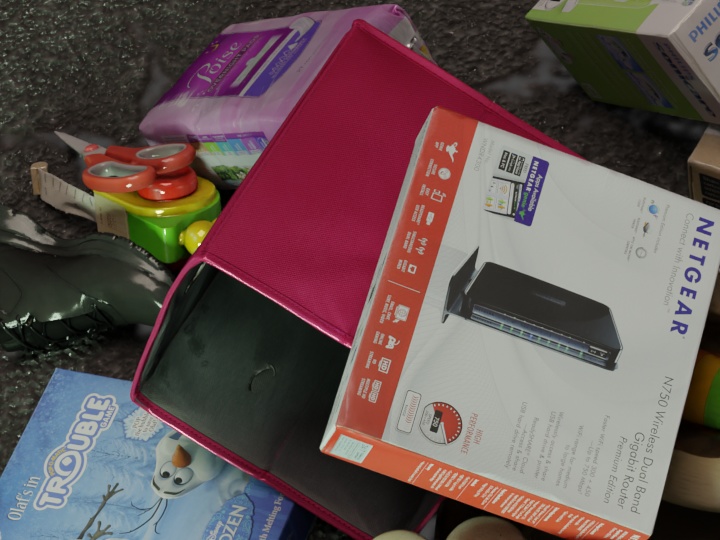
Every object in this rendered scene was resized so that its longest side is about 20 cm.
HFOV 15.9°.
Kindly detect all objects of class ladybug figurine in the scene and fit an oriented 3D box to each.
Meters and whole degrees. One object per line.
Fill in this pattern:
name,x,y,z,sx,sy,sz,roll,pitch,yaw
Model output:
ladybug figurine,0.204,0.073,1.468,0.200,0.072,0.136,22,81,29

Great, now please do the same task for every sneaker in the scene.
sneaker,-0.199,0.019,1.729,0.200,0.076,0.091,12,64,32

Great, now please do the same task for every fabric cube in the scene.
fabric cube,0.008,0.013,1.536,0.200,0.196,0.200,31,58,0

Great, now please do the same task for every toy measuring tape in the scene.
toy measuring tape,-0.150,-0.047,1.773,0.074,0.074,0.200,-42,37,-20

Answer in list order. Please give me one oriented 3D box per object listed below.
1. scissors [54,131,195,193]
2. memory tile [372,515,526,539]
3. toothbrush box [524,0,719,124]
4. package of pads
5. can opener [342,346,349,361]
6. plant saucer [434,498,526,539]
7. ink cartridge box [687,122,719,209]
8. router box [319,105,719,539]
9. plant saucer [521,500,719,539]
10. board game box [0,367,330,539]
scissors,-0.187,-0.079,1.775,0.073,0.014,0.200,-28,24,-31
memory tile,0.032,0.241,1.414,0.153,0.017,0.201,-8,79,8
toothbrush box,0.222,-0.181,1.692,0.146,0.086,0.200,-46,21,-11
package of pads,-0.048,-0.115,1.738,0.121,0.076,0.200,-49,27,-25
can opener,0.000,0.000,1.706,0.067,0.053,0.200,16,49,-13
plant saucer,0.145,0.159,1.531,0.200,0.035,0.201,-8,49,10
ink cartridge box,0.327,-0.097,1.670,0.164,0.075,0.200,17,58,26
router box,0.092,0.032,1.401,0.179,0.049,0.200,19,65,-4
plant saucer,0.175,0.193,1.453,0.199,0.030,0.200,-7,49,9
board game box,-0.137,0.164,1.598,0.198,0.043,0.200,8,53,21
